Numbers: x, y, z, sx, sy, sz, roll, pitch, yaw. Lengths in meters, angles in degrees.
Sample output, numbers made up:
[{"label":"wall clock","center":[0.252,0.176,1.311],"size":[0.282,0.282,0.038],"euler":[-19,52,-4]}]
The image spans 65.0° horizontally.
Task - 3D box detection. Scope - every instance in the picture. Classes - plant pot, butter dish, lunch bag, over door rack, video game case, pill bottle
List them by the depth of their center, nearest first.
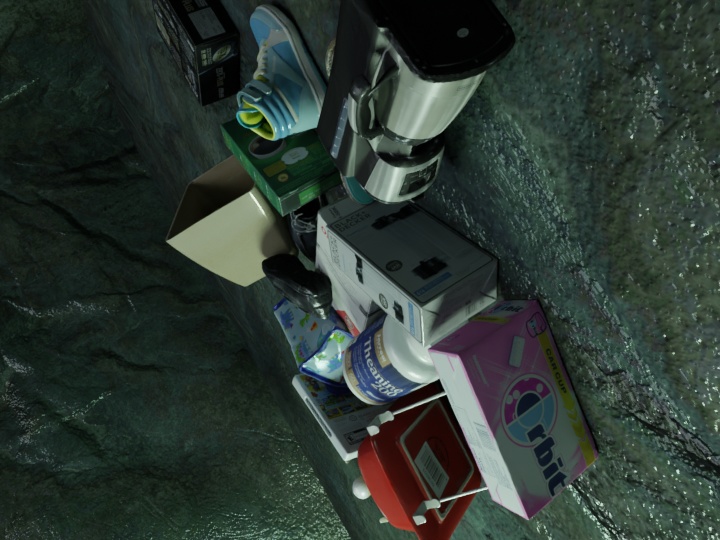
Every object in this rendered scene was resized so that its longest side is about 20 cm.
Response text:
[{"label":"over door rack","center":[0.126,0.219,0.737],"size":[0.150,0.198,0.066],"euler":[60,-159,1]},{"label":"pill bottle","center":[0.062,0.110,0.786],"size":[0.112,0.110,0.200],"euler":[58,143,9]},{"label":"butter dish","center":[0.068,0.300,0.872],"size":[0.147,0.198,0.203],"euler":[-28,90,37]},{"label":"video game case","center":[-0.001,0.243,1.029],"size":[0.182,0.197,0.023],"euler":[47,126,35]},{"label":"lunch bag","center":[-0.046,0.126,1.038],"size":[0.199,0.128,0.171],"euler":[32,-163,-43]},{"label":"plant pot","center":[-0.216,-0.094,1.069],"size":[0.178,0.197,0.202],"euler":[53,-160,-33]}]

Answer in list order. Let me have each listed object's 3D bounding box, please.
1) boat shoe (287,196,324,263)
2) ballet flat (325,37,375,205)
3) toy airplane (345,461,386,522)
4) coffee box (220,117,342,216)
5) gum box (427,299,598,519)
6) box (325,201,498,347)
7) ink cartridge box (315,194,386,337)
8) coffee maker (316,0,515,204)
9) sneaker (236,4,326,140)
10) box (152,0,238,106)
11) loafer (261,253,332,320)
[{"label":"boat shoe","center":[-0.091,-0.102,0.986],"size":[0.062,0.073,0.204],"euler":[-136,34,-64]},{"label":"ballet flat","center":[-0.005,-0.187,0.705],"size":[0.076,0.066,0.204],"euler":[-111,10,-63]},{"label":"toy airplane","center":[0.046,0.437,1.211],"size":[0.199,0.139,0.203],"euler":[22,135,60]},{"label":"coffee box","center":[-0.124,-0.186,0.894],"size":[0.200,0.122,0.044],"euler":[48,159,30]},{"label":"gum box","center":[0.168,0.149,0.608],"size":[0.203,0.112,0.066],"euler":[66,159,-8]},{"label":"box","center":[0.056,-0.011,0.680],"size":[0.200,0.115,0.061],"euler":[42,152,44]},{"label":"ink cartridge box","center":[0.000,0.000,0.871],"size":[0.148,0.082,0.201],"euler":[54,158,21]},{"label":"coffee maker","center":[0.032,-0.193,0.535],"size":[0.201,0.132,0.196],"euler":[118,145,-64]},{"label":"sneaker","center":[-0.135,-0.275,0.794],"size":[0.202,0.129,0.080],"euler":[59,160,10]},{"label":"box","center":[-0.313,-0.449,1.066],"size":[0.202,0.085,0.164],"euler":[58,159,13]},{"label":"loafer","center":[-0.111,0.025,0.952],"size":[0.199,0.067,0.072],"euler":[29,135,51]}]
